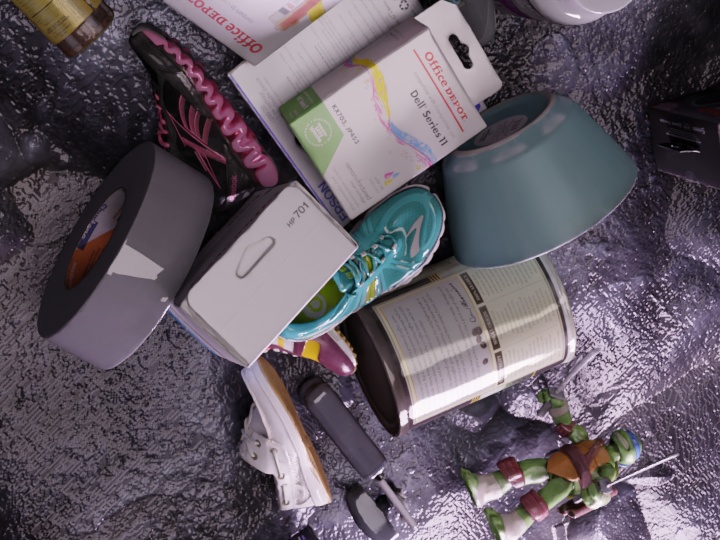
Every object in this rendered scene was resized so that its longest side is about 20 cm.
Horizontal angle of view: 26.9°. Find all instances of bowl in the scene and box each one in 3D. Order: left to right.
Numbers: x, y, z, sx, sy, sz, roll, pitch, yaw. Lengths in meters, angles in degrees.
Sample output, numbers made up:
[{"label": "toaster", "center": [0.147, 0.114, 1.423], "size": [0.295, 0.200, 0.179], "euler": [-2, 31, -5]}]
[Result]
[{"label": "bowl", "center": [0.159, -0.102, 1.468], "size": [0.200, 0.201, 0.106], "euler": [-32, 110, -9]}]

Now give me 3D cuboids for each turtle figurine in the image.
[{"label": "turtle figurine", "center": [0.206, 0.192, 1.588], "size": [0.192, 0.200, 0.145], "euler": [-27, 75, -7]}]

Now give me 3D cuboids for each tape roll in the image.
[{"label": "tape roll", "center": [-0.214, -0.014, 1.362], "size": [0.066, 0.200, 0.202], "euler": [31, 91, -22]}]

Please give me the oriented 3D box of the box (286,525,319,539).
[{"label": "box", "center": [-0.036, 0.392, 1.554], "size": [0.114, 0.132, 0.201], "euler": [-33, 110, -5]}]

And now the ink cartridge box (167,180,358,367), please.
[{"label": "ink cartridge box", "center": [-0.097, 0.002, 1.344], "size": [0.086, 0.200, 0.147], "euler": [45, 81, -11]}]

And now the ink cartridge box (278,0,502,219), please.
[{"label": "ink cartridge box", "center": [0.038, -0.157, 1.425], "size": [0.199, 0.067, 0.118], "euler": [-35, 111, 1]}]

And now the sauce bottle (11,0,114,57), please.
[{"label": "sauce bottle", "center": [-0.307, -0.282, 1.342], "size": [0.065, 0.065, 0.200], "euler": [-43, 111, -5]}]

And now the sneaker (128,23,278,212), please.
[{"label": "sneaker", "center": [-0.165, -0.138, 1.425], "size": [0.095, 0.079, 0.201], "euler": [-36, 110, 4]}]

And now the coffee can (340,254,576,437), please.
[{"label": "coffee can", "center": [0.096, 0.062, 1.514], "size": [0.198, 0.146, 0.148], "euler": [-22, 108, -13]}]

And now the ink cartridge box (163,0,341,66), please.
[{"label": "ink cartridge box", "center": [-0.072, -0.293, 1.342], "size": [0.199, 0.084, 0.145], "euler": [-34, 146, 19]}]

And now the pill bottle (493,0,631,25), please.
[{"label": "pill bottle", "center": [0.189, -0.293, 1.434], "size": [0.111, 0.200, 0.114], "euler": [-4, 104, -18]}]

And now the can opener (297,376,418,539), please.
[{"label": "can opener", "center": [-0.009, 0.204, 1.562], "size": [0.067, 0.053, 0.201], "euler": [-39, 110, -7]}]

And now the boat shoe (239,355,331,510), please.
[{"label": "boat shoe", "center": [-0.088, 0.172, 1.502], "size": [0.069, 0.071, 0.201], "euler": [-20, 126, 1]}]

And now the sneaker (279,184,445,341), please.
[{"label": "sneaker", "center": [0.000, 0.000, 1.409], "size": [0.200, 0.080, 0.078], "euler": [-42, 88, 5]}]

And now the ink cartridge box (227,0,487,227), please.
[{"label": "ink cartridge box", "center": [-0.005, -0.179, 1.479], "size": [0.199, 0.043, 0.199], "euler": [-39, 112, -8]}]

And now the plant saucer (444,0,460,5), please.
[{"label": "plant saucer", "center": [0.094, -0.342, 1.429], "size": [0.070, 0.019, 0.201], "euler": [44, 51, -31]}]

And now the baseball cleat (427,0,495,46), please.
[{"label": "baseball cleat", "center": [0.062, -0.296, 1.445], "size": [0.106, 0.069, 0.202], "euler": [-42, 108, -50]}]

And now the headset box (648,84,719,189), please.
[{"label": "headset box", "center": [0.408, -0.149, 1.571], "size": [0.198, 0.149, 0.078], "euler": [-16, 107, -14]}]

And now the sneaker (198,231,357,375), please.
[{"label": "sneaker", "center": [-0.094, 0.054, 1.490], "size": [0.200, 0.075, 0.090], "euler": [41, 86, -13]}]
